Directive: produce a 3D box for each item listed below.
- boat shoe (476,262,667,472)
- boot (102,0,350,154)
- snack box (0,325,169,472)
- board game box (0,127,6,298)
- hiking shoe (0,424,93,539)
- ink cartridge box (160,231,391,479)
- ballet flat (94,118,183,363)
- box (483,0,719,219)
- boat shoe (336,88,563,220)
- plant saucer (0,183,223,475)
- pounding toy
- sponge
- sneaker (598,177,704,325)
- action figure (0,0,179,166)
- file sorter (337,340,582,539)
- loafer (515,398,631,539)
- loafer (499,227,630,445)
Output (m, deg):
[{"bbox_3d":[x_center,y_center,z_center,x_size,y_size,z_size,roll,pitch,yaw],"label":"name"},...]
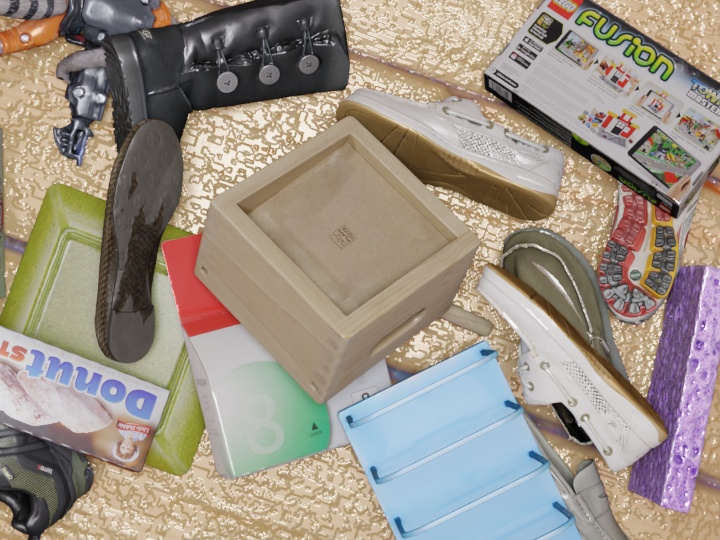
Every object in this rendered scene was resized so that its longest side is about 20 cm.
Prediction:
[{"bbox_3d":[0.156,0.081,1.259,0.069,0.071,0.200,-44,90,12],"label":"boat shoe"},{"bbox_3d":[-0.106,-0.146,1.320,0.199,0.066,0.166,-19,134,-21],"label":"boot"},{"bbox_3d":[-0.257,0.095,1.258,0.199,0.024,0.072,23,76,-20],"label":"snack box"},{"bbox_3d":[-0.402,-0.047,1.316,0.199,0.064,0.149,-1,91,-3],"label":"board game box"},{"bbox_3d":[-0.305,0.137,1.275,0.200,0.076,0.101,49,45,-18],"label":"hiking shoe"},{"bbox_3d":[-0.064,0.055,1.306,0.160,0.050,0.201,-14,93,-27],"label":"ink cartridge box"},{"bbox_3d":[-0.185,-0.025,1.270,0.067,0.046,0.201,-2,106,-38],"label":"ballet flat"},{"bbox_3d":[0.214,-0.144,1.309,0.200,0.035,0.110,37,79,16],"label":"box"},{"bbox_3d":[0.078,-0.111,1.325,0.199,0.071,0.070,24,65,-8],"label":"boat shoe"},{"bbox_3d":[-0.207,0.051,1.330,0.199,0.048,0.201,21,90,-2],"label":"plant saucer"},{"bbox_3d":[0.000,0.000,1.280,0.200,0.142,0.184,-34,70,-32],"label":"pounding toy"},{"bbox_3d":[0.268,0.097,1.314,0.030,0.112,0.201,12,90,-3],"label":"sponge"},{"bbox_3d":[0.246,-0.048,1.336,0.077,0.082,0.201,18,75,14],"label":"sneaker"},{"bbox_3d":[-0.234,-0.185,1.291,0.192,0.104,0.201,5,95,-27],"label":"action figure"},{"bbox_3d":[0.086,0.176,1.240,0.138,0.123,0.201,-26,90,-2],"label":"file sorter"},{"bbox_3d":[0.180,0.192,1.332,0.200,0.070,0.070,42,100,-1],"label":"loafer"},{"bbox_3d":[0.172,0.059,1.319,0.075,0.070,0.201,-25,93,34],"label":"loafer"}]
